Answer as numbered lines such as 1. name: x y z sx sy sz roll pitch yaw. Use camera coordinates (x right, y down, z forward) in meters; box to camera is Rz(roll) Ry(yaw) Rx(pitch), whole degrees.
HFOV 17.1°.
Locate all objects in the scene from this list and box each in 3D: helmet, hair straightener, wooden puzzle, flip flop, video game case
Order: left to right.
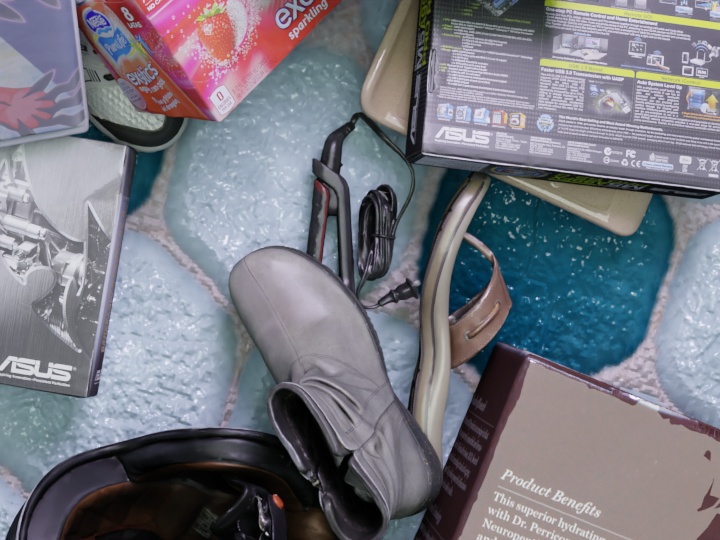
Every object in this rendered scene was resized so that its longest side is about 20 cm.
1. video game case: -0.260 -0.133 1.364 0.199 0.023 0.183 -12 137 -10
2. helmet: -0.114 0.193 1.434 0.190 0.200 0.201 -16 92 23
3. hair straightener: 0.000 0.000 1.522 0.077 0.041 0.201 6 86 -5
4. flip flop: 0.064 0.037 1.501 0.057 0.081 0.201 7 95 2
5. wooden puzzle: 0.117 -0.142 1.516 0.199 0.046 0.186 25 83 -9

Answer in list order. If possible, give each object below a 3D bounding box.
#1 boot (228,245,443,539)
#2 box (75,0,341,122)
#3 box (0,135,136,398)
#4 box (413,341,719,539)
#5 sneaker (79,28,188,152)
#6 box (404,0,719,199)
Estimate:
1. boot: -0.025 0.068 1.427 0.068 0.131 0.200 -37 80 14
2. box: -0.071 -0.190 1.437 0.200 0.095 0.100 -46 120 -23
3. box: -0.248 -0.015 1.481 0.199 0.048 0.159 10 91 3
4. box: 0.128 0.168 1.466 0.165 0.164 0.201 23 89 -4
5. sneaker: -0.163 -0.166 1.478 0.075 0.088 0.201 -23 94 -5
6. box: 0.134 -0.135 1.472 0.199 0.044 0.161 6 84 -12
